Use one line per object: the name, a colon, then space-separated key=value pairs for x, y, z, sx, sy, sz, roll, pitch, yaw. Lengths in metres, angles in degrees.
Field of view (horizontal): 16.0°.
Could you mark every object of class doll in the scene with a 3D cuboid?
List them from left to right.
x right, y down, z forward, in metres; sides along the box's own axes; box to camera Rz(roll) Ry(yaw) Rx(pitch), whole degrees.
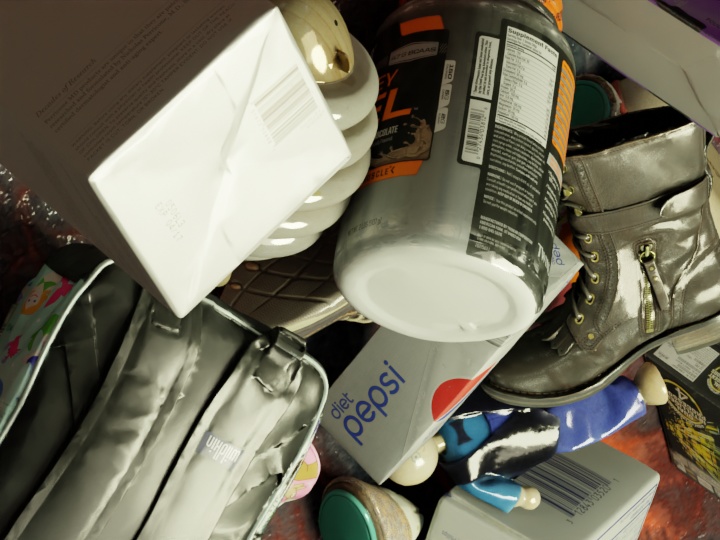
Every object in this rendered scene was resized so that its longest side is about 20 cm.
doll: x=0.100 y=0.091 z=1.710 sx=0.199 sy=0.137 sz=0.048 roll=-23 pitch=176 yaw=-17

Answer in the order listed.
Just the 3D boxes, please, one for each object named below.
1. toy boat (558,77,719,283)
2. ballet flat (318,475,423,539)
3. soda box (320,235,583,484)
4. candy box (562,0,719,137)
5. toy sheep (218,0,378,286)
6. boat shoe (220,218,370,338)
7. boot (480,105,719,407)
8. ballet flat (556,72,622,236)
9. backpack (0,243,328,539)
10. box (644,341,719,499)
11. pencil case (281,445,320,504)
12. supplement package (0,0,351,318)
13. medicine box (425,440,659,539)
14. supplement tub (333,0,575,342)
toy boat: x=0.186 y=-0.032 z=1.724 sx=0.130 sy=0.131 sz=0.200 roll=-26 pitch=147 yaw=14
ballet flat: x=0.010 y=0.190 z=1.743 sx=0.067 sy=0.068 sz=0.201 roll=-36 pitch=152 yaw=-28
soda box: x=0.051 y=0.044 z=1.583 sx=0.063 sy=0.068 sz=0.200 roll=-38 pitch=170 yaw=-48
candy box: x=0.233 y=-0.188 z=1.580 sx=0.199 sy=0.168 sz=0.072 roll=-31 pitch=140 yaw=-29
toy sheep: x=-0.058 y=-0.072 z=1.389 sx=0.137 sy=0.138 sz=0.201 roll=-18 pitch=146 yaw=-39
boat shoe: x=0.000 y=0.000 z=1.556 sx=0.199 sy=0.074 sz=0.074 roll=-34 pitch=140 yaw=-23
boot: x=0.145 y=-0.016 z=1.597 sx=0.199 sy=0.069 sz=0.175 roll=-21 pitch=125 yaw=5
ballet flat: x=0.106 y=-0.042 z=1.651 sx=0.200 sy=0.076 sz=0.064 roll=-53 pitch=155 yaw=16
backpack: x=-0.136 y=0.102 z=1.383 sx=0.177 sy=0.150 sz=0.201 roll=30 pitch=78 yaw=-25
box: x=0.308 y=0.141 z=1.917 sx=0.049 sy=0.200 sz=0.162 roll=-44 pitch=145 yaw=-14
pencil case: x=-0.122 y=0.138 z=1.529 sx=0.199 sy=0.083 sz=0.087 roll=-26 pitch=122 yaw=-31
supplement package: x=-0.123 y=-0.097 z=1.224 sx=0.120 sy=0.200 sz=0.121 roll=-44 pitch=144 yaw=-11
medicine box: x=0.107 y=0.232 z=1.806 sx=0.182 sy=0.102 sz=0.201 roll=-30 pitch=143 yaw=-59
supplement tub: x=0.057 y=-0.071 z=1.456 sx=0.123 sy=0.122 sz=0.201 roll=54 pitch=40 yaw=-54
